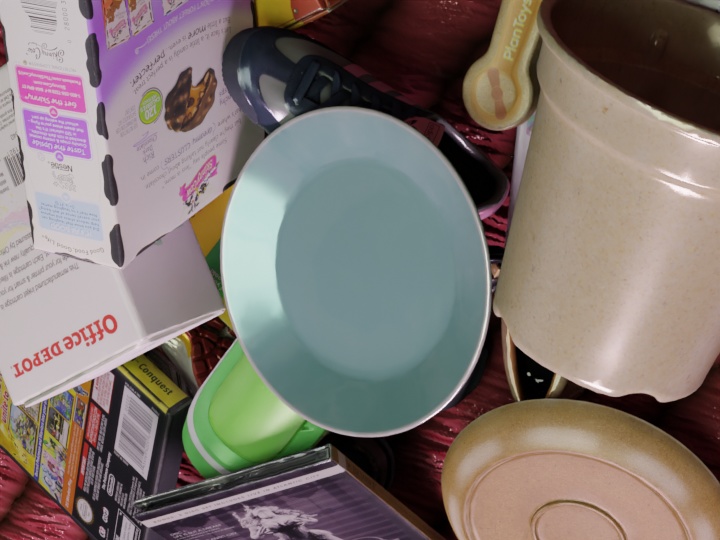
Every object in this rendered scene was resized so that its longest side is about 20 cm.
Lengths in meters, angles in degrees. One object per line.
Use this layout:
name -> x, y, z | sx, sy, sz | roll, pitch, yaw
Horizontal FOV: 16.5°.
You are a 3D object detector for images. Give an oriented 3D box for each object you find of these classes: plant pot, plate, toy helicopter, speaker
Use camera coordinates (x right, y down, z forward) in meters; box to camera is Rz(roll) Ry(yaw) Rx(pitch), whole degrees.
plant pot -> 0.145, 0.166, 1.626 | 0.199, 0.028, 0.201 | 12, 133, 13
plant pot -> 0.165, -0.035, 1.413 | 0.200, 0.200, 0.184 | 27, 116, 16
plate -> 0.000, 0.000, 1.501 | 0.199, 0.026, 0.202 | 6, 101, 35
toy helicopter -> 0.099, -0.183, 1.482 | 0.132, 0.079, 0.201 | 23, 105, 18
speaker -> -0.038, 0.057, 1.610 | 0.088, 0.088, 0.200 | 42, 124, 6

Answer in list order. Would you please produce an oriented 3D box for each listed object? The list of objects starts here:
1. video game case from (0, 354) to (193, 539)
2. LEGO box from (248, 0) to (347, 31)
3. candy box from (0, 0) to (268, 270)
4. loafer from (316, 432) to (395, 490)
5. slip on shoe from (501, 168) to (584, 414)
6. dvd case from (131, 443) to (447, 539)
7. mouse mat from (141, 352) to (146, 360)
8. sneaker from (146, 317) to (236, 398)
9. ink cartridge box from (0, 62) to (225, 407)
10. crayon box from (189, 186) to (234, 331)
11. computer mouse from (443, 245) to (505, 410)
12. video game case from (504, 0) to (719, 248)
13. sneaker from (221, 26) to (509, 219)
video game case -> -0.198, 0.103, 1.770 | 0.181, 0.025, 0.201 | 41, 142, 23
LEGO box -> -0.105, -0.209, 1.594 | 0.199, 0.077, 0.150 | -20, 102, 40
candy box -> -0.134, -0.128, 1.495 | 0.071, 0.168, 0.201 | 12, 121, 29
loafer -> -0.053, 0.183, 1.755 | 0.072, 0.063, 0.200 | 50, 125, 1
slip on shoe -> 0.122, -0.002, 1.583 | 0.076, 0.061, 0.201 | 16, 118, 22
dvd case -> -0.041, 0.176, 1.678 | 0.148, 0.200, 0.016 | -17, 58, 20
mouse mat -> -0.216, 0.018, 1.756 | 0.200, 0.008, 0.162 | 32, 138, 32
sneaker -> -0.118, 0.057, 1.741 | 0.200, 0.078, 0.082 | 54, 142, 0
ink cartridge box -> -0.193, -0.031, 1.619 | 0.144, 0.084, 0.201 | -26, 85, 42
crayon box -> -0.051, -0.013, 1.674 | 0.200, 0.058, 0.119 | 44, 125, 5
computer mouse -> 0.061, 0.044, 1.601 | 0.058, 0.034, 0.200 | 7, 149, -6
video game case -> 0.182, -0.093, 1.504 | 0.181, 0.024, 0.201 | 9, 99, 24
sneaker -> 0.009, -0.092, 1.530 | 0.199, 0.071, 0.082 | 30, 163, -26
